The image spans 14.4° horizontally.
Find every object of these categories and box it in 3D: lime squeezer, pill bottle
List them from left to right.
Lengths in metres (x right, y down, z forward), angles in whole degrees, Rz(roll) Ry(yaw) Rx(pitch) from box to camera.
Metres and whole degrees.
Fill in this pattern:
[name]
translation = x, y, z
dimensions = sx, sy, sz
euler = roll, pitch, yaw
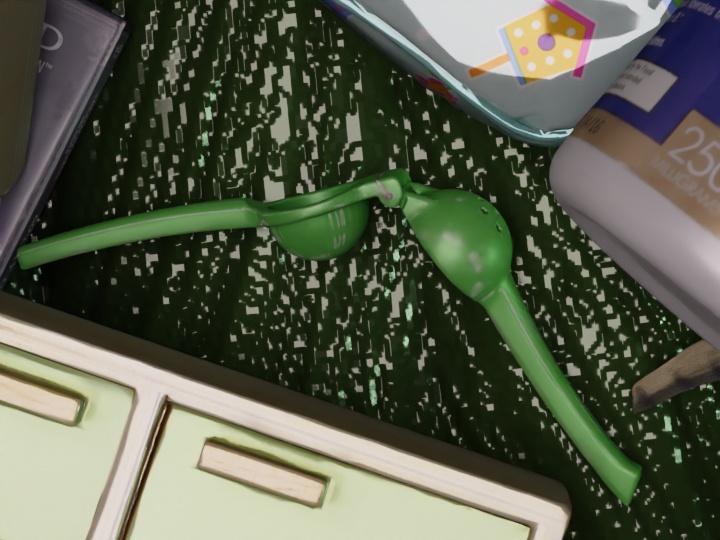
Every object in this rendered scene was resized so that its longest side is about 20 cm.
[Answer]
[lime squeezer]
translation = 0.000, 0.000, 0.854
dimensions = 0.200, 0.038, 0.071
euler = 20, 121, 3
[pill bottle]
translation = 0.154, -0.063, 0.758
dimensions = 0.116, 0.116, 0.200
euler = 40, 90, 5

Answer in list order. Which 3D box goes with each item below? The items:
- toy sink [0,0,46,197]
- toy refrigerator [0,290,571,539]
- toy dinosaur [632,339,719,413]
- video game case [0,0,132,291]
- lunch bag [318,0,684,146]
[toy sink]
translation = -0.163, -0.066, 0.801
dimensions = 0.130, 0.200, 0.112
euler = 14, 121, 5
[toy refrigerator]
translation = -0.045, 0.068, 0.829
dimensions = 0.200, 0.070, 0.076
euler = 19, 93, 1
[toy dinosaur]
translation = 0.177, -0.002, 0.826
dimensions = 0.200, 0.047, 0.088
euler = -1, 97, 10
[video game case]
translation = -0.177, -0.019, 0.879
dimensions = 0.143, 0.019, 0.200
euler = 27, 92, 5
[lunch bag]
translation = 0.037, -0.141, 0.824
dimensions = 0.200, 0.077, 0.160
euler = 38, 93, 5
